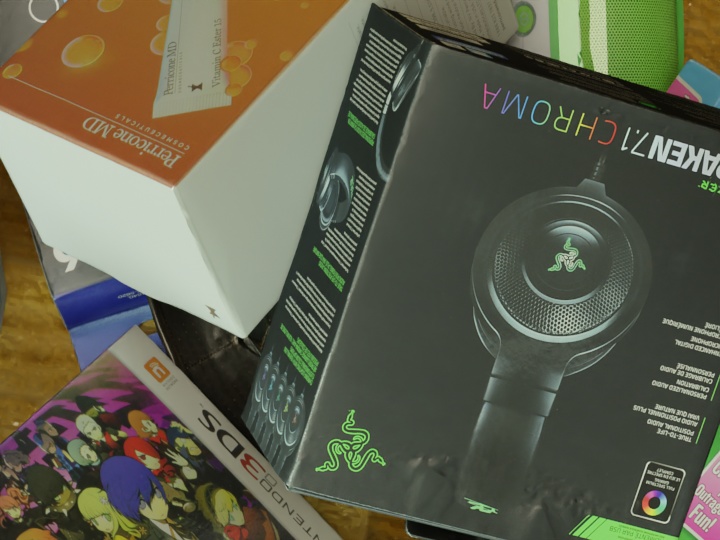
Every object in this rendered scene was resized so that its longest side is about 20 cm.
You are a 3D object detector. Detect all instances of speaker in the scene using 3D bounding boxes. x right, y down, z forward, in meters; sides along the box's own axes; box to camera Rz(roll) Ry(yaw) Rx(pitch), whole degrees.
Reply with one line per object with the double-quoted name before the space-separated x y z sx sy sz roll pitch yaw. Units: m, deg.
"speaker" 0.103 -0.137 1.310 0.088 0.088 0.202 -2 89 -1

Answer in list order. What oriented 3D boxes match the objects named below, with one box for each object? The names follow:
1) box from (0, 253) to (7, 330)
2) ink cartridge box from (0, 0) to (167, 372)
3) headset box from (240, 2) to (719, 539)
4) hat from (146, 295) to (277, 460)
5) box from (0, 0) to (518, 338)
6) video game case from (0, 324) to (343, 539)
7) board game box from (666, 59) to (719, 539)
"box" -0.224 -0.059 1.265 0.112 0.101 0.201 -5 110 -1
"ink cartridge box" -0.112 -0.056 1.329 0.099 0.039 0.201 -18 90 -2
"headset box" 0.062 0.016 1.180 0.173 0.093 0.201 16 101 -18
"hat" 0.000 0.000 1.284 0.199 0.081 0.202 2 82 -18
"box" -0.046 -0.089 1.235 0.124 0.098 0.200 23 61 35
"video game case" -0.085 0.134 1.199 0.181 0.200 0.036 46 124 0
"board game box" 0.148 0.030 1.288 0.153 0.040 0.201 33 95 -29
